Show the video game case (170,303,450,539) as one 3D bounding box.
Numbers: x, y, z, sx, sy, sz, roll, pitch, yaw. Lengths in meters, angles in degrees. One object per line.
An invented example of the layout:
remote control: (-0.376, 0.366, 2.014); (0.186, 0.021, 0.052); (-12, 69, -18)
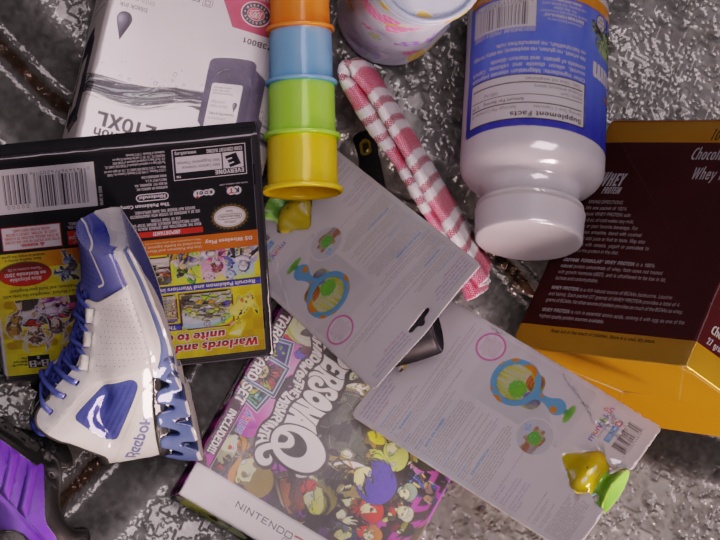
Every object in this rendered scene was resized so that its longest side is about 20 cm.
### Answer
video game case: (-0.018, 0.128, 1.739); (0.181, 0.036, 0.201); (32, 75, -10)

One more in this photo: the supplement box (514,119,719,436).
supplement box: (0.255, 0.005, 1.731); (0.133, 0.197, 0.201); (34, 74, -32)

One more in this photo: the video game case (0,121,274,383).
video game case: (-0.166, -0.012, 1.657); (0.199, 0.026, 0.182); (-6, 118, -6)

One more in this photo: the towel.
towel: (0.039, -0.070, 1.731); (0.030, 0.146, 0.201); (-31, 91, 6)

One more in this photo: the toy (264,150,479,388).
toy: (0.000, 0.000, 1.688); (0.115, 0.200, 0.047); (-50, 139, 0)

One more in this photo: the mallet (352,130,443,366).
mallet: (0.008, -0.015, 1.743); (0.066, 0.041, 0.201); (-21, 59, 7)

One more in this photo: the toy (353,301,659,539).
toy: (0.109, 0.118, 1.707); (0.199, 0.047, 0.115); (30, 73, 26)

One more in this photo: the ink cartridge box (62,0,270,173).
ink cartridge box: (-0.137, -0.126, 1.716); (0.144, 0.084, 0.201); (15, 78, -14)

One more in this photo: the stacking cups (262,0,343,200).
stacking cups: (-0.045, -0.153, 1.683); (0.060, 0.060, 0.201); (1, 79, -15)

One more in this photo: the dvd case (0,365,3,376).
dvd case: (-0.304, -0.016, 1.626); (0.022, 0.146, 0.201); (-19, 88, 0)

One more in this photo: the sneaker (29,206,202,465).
sneaker: (-0.187, 0.066, 1.634); (0.114, 0.081, 0.200); (-15, 120, -3)

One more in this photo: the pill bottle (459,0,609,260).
pill bottle: (0.132, -0.115, 1.759); (0.111, 0.112, 0.201); (9, 69, -14)

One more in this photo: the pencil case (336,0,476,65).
pencil case: (0.036, -0.206, 1.720); (0.090, 0.200, 0.084); (20, 84, -5)

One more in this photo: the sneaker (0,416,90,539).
sneaker: (-0.263, 0.135, 1.659); (0.099, 0.070, 0.201); (-33, 96, -24)
